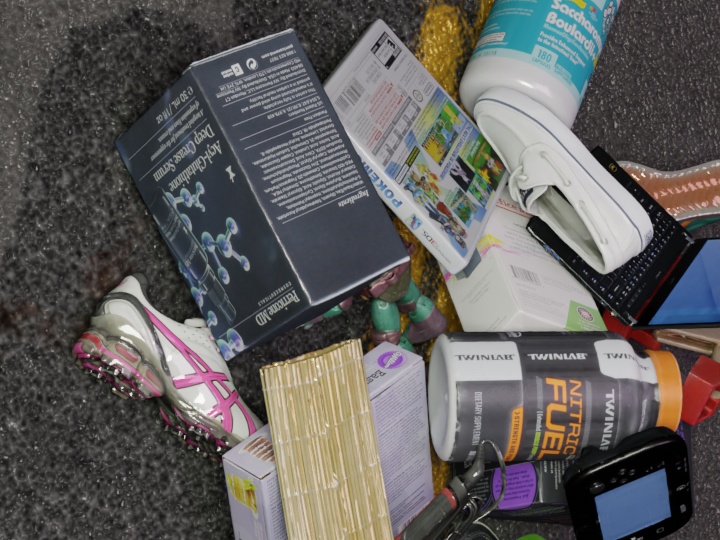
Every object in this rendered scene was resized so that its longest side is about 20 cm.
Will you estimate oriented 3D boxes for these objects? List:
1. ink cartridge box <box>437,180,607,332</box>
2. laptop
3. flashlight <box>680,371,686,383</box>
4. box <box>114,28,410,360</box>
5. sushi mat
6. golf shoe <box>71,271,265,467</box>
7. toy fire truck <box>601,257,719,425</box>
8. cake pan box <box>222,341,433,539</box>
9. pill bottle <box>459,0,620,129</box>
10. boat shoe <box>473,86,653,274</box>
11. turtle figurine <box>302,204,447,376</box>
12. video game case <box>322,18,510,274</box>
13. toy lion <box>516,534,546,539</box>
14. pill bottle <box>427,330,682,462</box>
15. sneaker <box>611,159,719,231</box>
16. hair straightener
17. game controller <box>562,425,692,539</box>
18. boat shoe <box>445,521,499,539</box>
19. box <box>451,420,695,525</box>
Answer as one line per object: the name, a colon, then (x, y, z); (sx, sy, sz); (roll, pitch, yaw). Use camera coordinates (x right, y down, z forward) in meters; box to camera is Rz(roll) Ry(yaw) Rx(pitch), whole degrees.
ink cartridge box: (0.132, -0.002, 1.582); (0.116, 0.067, 0.201); (19, 37, -35)
laptop: (0.278, -0.035, 1.597); (0.200, 0.103, 0.177); (44, 40, 2)
flashlight: (0.219, 0.091, 1.679); (0.199, 0.068, 0.068); (25, 43, -33)
box: (-0.079, -0.056, 1.377); (0.107, 0.148, 0.201); (-26, 86, -36)
sushi mat: (-0.022, 0.160, 1.365); (0.095, 0.012, 0.202); (-14, 97, -37)
golf shoe: (-0.128, 0.085, 1.401); (0.200, 0.072, 0.093); (43, 63, -28)
toy fire truck: (0.299, 0.055, 1.673); (0.200, 0.140, 0.049); (-36, 152, -53)
cake pan box: (-0.017, 0.179, 1.450); (0.199, 0.052, 0.186); (-35, 135, -34)
pill bottle: (0.172, -0.225, 1.639); (0.110, 0.110, 0.201); (36, 66, -30)
boat shoe: (0.162, -0.079, 1.541); (0.065, 0.074, 0.200); (-37, 67, -26)
turtle figurine: (0.000, 0.000, 1.499); (0.150, 0.100, 0.201); (-50, 121, -30)
video game case: (0.045, -0.109, 1.504); (0.182, 0.022, 0.200); (47, 29, -9)
toy lion: (0.129, 0.336, 1.536); (0.190, 0.069, 0.202); (-14, 96, -10)
pill bottle: (0.160, 0.102, 1.463); (0.198, 0.106, 0.107); (-1, 86, -9)
sneaker: (0.283, -0.063, 1.742); (0.198, 0.080, 0.072); (-3, 73, -17)
hair straightener: (0.051, 0.215, 1.436); (0.201, 0.041, 0.077); (-53, 147, 13)
game controller: (0.222, 0.188, 1.473); (0.200, 0.103, 0.042); (68, 9, -60)
boat shoe: (0.137, 0.309, 1.597); (0.074, 0.062, 0.201); (-35, 106, -32)
box: (0.191, 0.170, 1.607); (0.199, 0.122, 0.107); (11, 72, -37)
